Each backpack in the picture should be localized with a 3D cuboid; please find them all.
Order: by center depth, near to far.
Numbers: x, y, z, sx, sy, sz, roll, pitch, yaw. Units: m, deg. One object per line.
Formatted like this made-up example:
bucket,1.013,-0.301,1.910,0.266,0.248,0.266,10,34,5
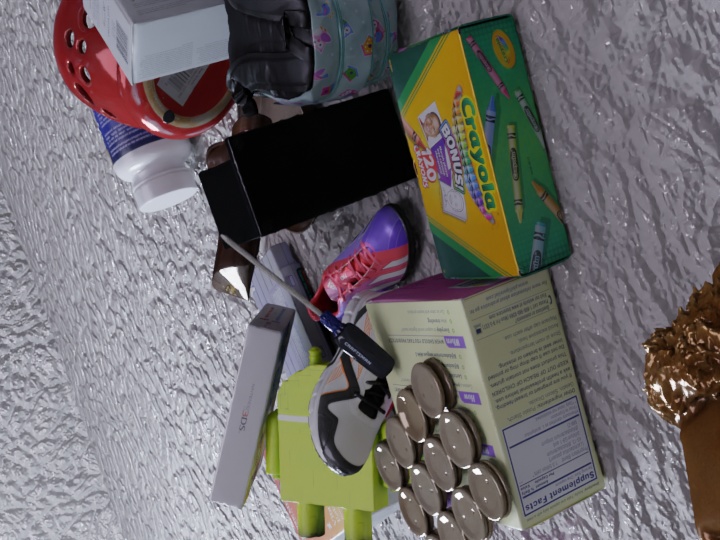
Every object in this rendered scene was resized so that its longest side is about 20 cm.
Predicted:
backpack,-0.054,-0.234,1.022,0.199,0.125,0.170,26,130,58

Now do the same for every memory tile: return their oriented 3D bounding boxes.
memory tile,0.069,0.183,0.965,0.154,0.017,0.201,58,152,26

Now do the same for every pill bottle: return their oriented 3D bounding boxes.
pill bottle,-0.311,-0.195,1.550,0.119,0.118,0.203,-32,78,63

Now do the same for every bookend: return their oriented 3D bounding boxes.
bookend,-0.084,-0.087,1.058,0.199,0.197,0.094,-15,97,53

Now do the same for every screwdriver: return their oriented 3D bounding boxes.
screwdriver,-0.047,0.029,0.975,0.199,0.028,0.029,42,147,-10

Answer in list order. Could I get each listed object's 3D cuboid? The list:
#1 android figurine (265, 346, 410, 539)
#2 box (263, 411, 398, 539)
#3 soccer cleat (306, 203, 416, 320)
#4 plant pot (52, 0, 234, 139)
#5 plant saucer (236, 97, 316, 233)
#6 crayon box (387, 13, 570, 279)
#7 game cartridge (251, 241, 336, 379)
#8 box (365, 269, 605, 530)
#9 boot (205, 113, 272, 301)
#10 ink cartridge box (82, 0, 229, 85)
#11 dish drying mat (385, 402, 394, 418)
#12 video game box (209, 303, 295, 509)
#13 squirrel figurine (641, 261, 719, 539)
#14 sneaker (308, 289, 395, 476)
android figurine,-0.029,0.183,1.140,0.179,0.041,0.204,-3,89,32
box,-0.025,0.237,1.296,0.154,0.105,0.200,63,152,16
soccer cleat,0.000,0.000,1.129,0.069,0.072,0.200,63,153,17
plant pot,-0.244,-0.263,1.302,0.181,0.198,0.204,31,134,41
plant saucer,-0.087,-0.145,1.250,0.200,0.032,0.203,42,142,44
crayon box,0.097,-0.097,0.896,0.118,0.057,0.204,-1,105,63
game cartridge,-0.082,0.076,1.385,0.130,0.038,0.203,-40,70,58
box,0.108,0.108,0.968,0.175,0.095,0.204,-6,101,63
boot,-0.147,-0.052,1.226,0.186,0.063,0.204,132,142,-64
ink cartridge box,-0.189,-0.309,1.151,0.177,0.197,0.084,55,150,27
dish drying mat,0.002,0.132,1.154,0.077,0.018,0.202,40,109,26
video game box,-0.122,0.150,1.249,0.182,0.046,0.204,-101,24,-84
squirrel figurine,0.262,0.062,0.604,0.201,0.140,0.188,56,144,22
sneaker,0.009,0.101,1.048,0.079,0.073,0.203,-15,50,44
